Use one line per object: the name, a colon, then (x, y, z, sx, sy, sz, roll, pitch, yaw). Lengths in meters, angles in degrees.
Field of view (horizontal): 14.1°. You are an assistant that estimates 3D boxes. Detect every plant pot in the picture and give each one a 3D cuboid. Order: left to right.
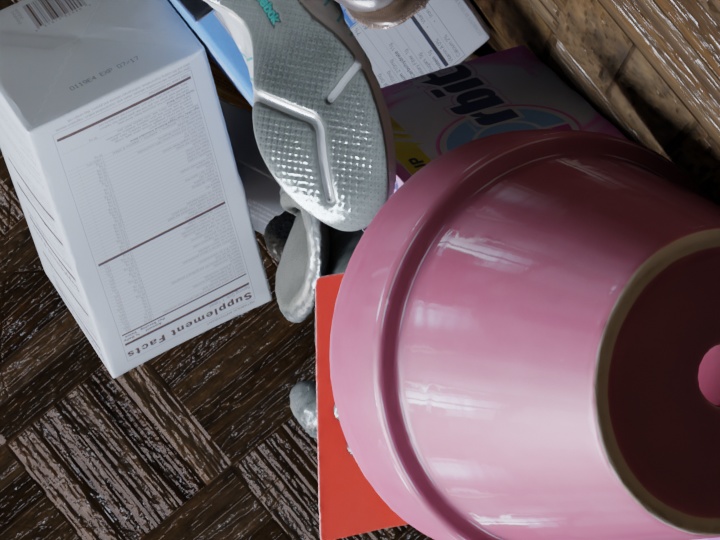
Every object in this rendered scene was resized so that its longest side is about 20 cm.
plant pot: (0.110, 0.039, 1.265, 0.200, 0.200, 0.179, 51, 164, -19)

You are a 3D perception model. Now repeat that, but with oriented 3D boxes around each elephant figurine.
elephant figurine: (0.000, 0.000, 1.656, 0.141, 0.155, 0.201, 28, -145, -53)

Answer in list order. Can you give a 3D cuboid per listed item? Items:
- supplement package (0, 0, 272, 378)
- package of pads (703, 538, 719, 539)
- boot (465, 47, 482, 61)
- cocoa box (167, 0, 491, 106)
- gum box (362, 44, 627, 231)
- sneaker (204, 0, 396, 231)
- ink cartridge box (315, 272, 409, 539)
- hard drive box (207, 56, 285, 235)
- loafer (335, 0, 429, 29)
supplement package: (-0.139, -0.058, 1.676, 0.110, 0.113, 0.201, 52, 162, 43)
package of pads: (0.174, 0.081, 1.427, 0.076, 0.121, 0.200, 31, -169, -38)
boot: (0.054, -0.075, 1.702, 0.075, 0.107, 0.200, 54, 175, -33)
cocoa box: (-0.042, -0.171, 1.672, 0.134, 0.131, 0.200, 51, 179, -32)
gum box: (0.070, -0.040, 1.469, 0.200, 0.113, 0.066, -130, 28, -56)
sneaker: (-0.027, -0.111, 1.463, 0.080, 0.070, 0.201, 13, -131, -64)
ink cartridge box: (0.078, 0.068, 1.530, 0.047, 0.199, 0.161, -128, 34, -60)
hard drive box: (-0.042, -0.105, 1.860, 0.155, 0.077, 0.200, 27, -149, -2)
loafer: (0.012, -0.165, 1.441, 0.071, 0.073, 0.200, 46, -169, -25)
